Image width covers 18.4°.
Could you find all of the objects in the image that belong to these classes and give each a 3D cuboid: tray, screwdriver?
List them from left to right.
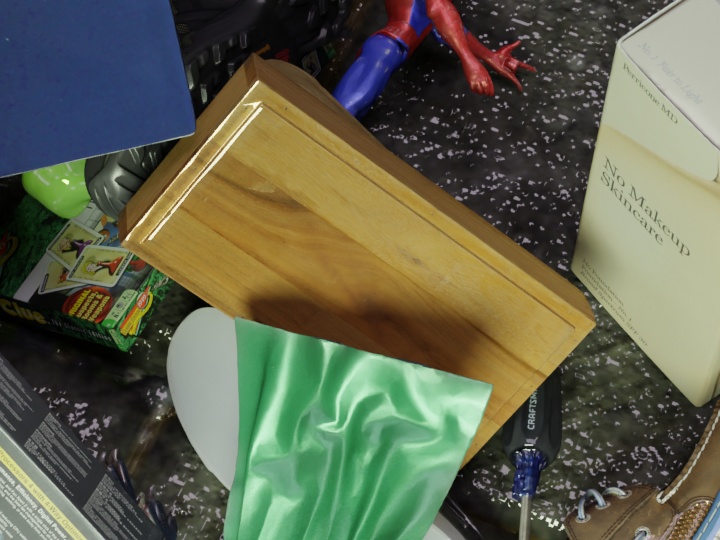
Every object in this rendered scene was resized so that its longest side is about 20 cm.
[{"bbox_3d":[0.000,0.000,1.010,0.200,0.099,0.037,35,17,-21],"label":"tray"},{"bbox_3d":[0.072,0.115,1.014,0.029,0.028,0.200,27,43,-11],"label":"screwdriver"}]

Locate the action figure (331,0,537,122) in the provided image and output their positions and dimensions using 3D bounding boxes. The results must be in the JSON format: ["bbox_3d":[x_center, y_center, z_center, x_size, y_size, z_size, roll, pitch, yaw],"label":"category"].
[{"bbox_3d":[0.027,-0.086,1.129,0.099,0.065,0.200,32,75,-4],"label":"action figure"}]

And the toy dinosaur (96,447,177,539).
[{"bbox_3d":[-0.181,0.133,0.997,0.181,0.105,0.200,-21,72,8],"label":"toy dinosaur"}]

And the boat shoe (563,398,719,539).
[{"bbox_3d":[0.124,0.133,1.005,0.072,0.072,0.200,24,63,14],"label":"boat shoe"}]

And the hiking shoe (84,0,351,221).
[{"bbox_3d":[-0.083,-0.095,1.089,0.101,0.076,0.200,1,44,42],"label":"hiking shoe"}]

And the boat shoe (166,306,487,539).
[{"bbox_3d":[-0.012,0.095,1.034,0.200,0.057,0.069,46,107,21],"label":"boat shoe"}]

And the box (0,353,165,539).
[{"bbox_3d":[-0.208,0.093,0.941,0.161,0.049,0.200,-39,99,21],"label":"box"}]

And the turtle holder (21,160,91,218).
[{"bbox_3d":[-0.227,-0.024,1.060,0.185,0.141,0.132,-3,48,-39],"label":"turtle holder"}]

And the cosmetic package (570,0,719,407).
[{"bbox_3d":[0.163,-0.033,1.027,0.073,0.200,0.104,-33,65,-17],"label":"cosmetic package"}]

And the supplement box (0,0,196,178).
[{"bbox_3d":[-0.146,-0.141,1.008,0.109,0.109,0.200,-13,33,-3],"label":"supplement box"}]

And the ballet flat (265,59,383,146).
[{"bbox_3d":[0.012,-0.028,1.059,0.069,0.200,0.063,-35,29,12],"label":"ballet flat"}]

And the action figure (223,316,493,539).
[{"bbox_3d":[-0.022,0.131,0.971,0.118,0.055,0.200,15,90,17],"label":"action figure"}]

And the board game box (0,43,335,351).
[{"bbox_3d":[-0.105,-0.052,1.116,0.105,0.023,0.200,11,57,36],"label":"board game box"}]
